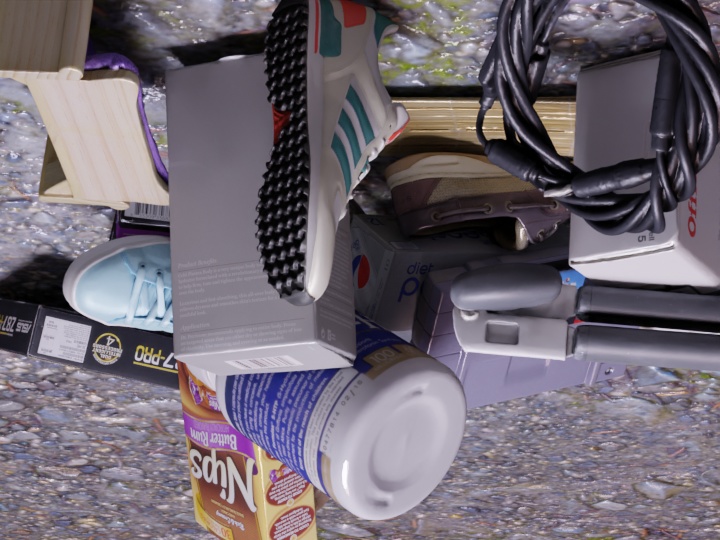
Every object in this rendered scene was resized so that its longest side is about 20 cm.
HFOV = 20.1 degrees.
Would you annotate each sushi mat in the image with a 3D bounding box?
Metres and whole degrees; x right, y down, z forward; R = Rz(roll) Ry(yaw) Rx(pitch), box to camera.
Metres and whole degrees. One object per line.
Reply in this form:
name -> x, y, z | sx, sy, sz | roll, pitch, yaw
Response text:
sushi mat -> 0.066, -0.102, 1.437 | 0.198, 0.012, 0.096 | 0, 158, 2

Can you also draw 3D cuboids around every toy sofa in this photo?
toy sofa -> -0.175, -0.118, 1.318 | 0.097, 0.084, 0.200 | 2, 157, 5

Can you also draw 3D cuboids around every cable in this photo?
cable -> 0.150, -0.110, 1.249 | 0.051, 0.163, 0.201 | -29, 157, -41

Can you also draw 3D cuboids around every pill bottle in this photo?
pill bottle -> -0.032, 0.080, 1.432 | 0.199, 0.120, 0.119 | 30, 179, 40

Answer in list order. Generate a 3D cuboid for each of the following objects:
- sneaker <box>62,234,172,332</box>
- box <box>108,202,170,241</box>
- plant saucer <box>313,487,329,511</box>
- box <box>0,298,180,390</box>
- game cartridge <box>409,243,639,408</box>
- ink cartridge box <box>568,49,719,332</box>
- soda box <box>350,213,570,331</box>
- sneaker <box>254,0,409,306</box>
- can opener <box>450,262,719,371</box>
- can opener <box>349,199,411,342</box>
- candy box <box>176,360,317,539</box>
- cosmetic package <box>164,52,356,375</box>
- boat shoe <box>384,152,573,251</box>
sneaker -> -0.122, 0.020, 1.539 | 0.198, 0.075, 0.082 | 2, -164, -24
box -> -0.136, -0.006, 1.647 | 0.142, 0.036, 0.200 | 7, 155, -11
plant saucer -> -0.024, 0.132, 1.759 | 0.029, 0.201, 0.200 | 28, 151, -11
box -> -0.215, 0.066, 1.740 | 0.199, 0.050, 0.161 | 14, 178, -29
game cartridge -> 0.128, 0.041, 1.516 | 0.199, 0.038, 0.130 | -10, 135, -28
ink cartridge box -> 0.225, -0.043, 1.399 | 0.083, 0.147, 0.200 | -9, 155, 32
soda box -> 0.081, 0.002, 1.525 | 0.199, 0.063, 0.069 | 1, 117, -35
sneaker -> -0.010, -0.076, 1.274 | 0.093, 0.202, 0.070 | 7, 168, -28
can opener -> 0.157, 0.030, 1.326 | 0.198, 0.054, 0.067 | 4, 161, 4
can opener -> 0.000, 0.000, 1.574 | 0.066, 0.054, 0.200 | -1, 147, 31
candy box -> -0.093, 0.136, 1.655 | 0.056, 0.202, 0.116 | -23, -148, -30
cosmetic package -> -0.066, -0.038, 1.348 | 0.106, 0.202, 0.090 | -5, 166, 19
boat shoe -> 0.112, -0.045, 1.482 | 0.198, 0.065, 0.072 | 3, 166, -25
